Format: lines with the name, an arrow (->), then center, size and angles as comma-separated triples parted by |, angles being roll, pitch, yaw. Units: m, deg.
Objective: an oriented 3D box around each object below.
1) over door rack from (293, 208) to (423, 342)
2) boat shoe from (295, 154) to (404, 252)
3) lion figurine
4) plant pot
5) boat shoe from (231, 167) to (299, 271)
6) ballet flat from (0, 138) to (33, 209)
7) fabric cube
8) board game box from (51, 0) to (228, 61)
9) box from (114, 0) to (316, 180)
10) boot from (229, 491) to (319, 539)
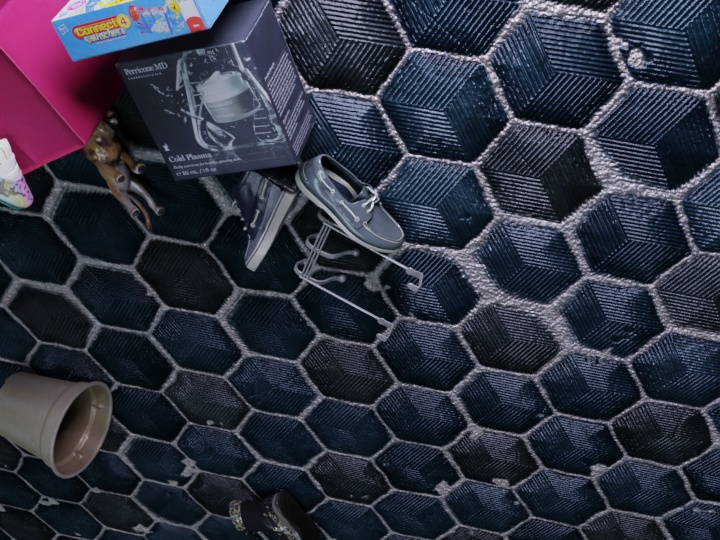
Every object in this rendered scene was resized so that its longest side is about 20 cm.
over door rack -> 0.000, 0.000, 1.518 | 0.200, 0.067, 0.148 | 37, 136, 9
boat shoe -> -0.006, -0.101, 1.431 | 0.200, 0.073, 0.062 | 38, 136, -13
lion figurine -> -0.379, -0.154, 1.483 | 0.122, 0.072, 0.201 | 38, 150, 27
plant pot -> -0.637, 0.294, 1.929 | 0.182, 0.201, 0.201 | 17, 137, 16
boat shoe -> -0.165, -0.092, 1.494 | 0.092, 0.075, 0.200 | 29, 127, -3
ballet flat -> -0.507, -0.159, 1.247 | 0.200, 0.069, 0.071 | 38, 112, -20
fabric cube -> -0.466, -0.270, 1.308 | 0.199, 0.200, 0.197 | -16, 128, 28
board game box -> -0.247, -0.348, 1.168 | 0.195, 0.201, 0.056 | -8, 129, 22
box -> -0.193, -0.245, 1.310 | 0.199, 0.124, 0.197 | -6, 129, 21
boot -> -0.191, 0.579, 2.145 | 0.153, 0.074, 0.204 | -12, 122, 28
